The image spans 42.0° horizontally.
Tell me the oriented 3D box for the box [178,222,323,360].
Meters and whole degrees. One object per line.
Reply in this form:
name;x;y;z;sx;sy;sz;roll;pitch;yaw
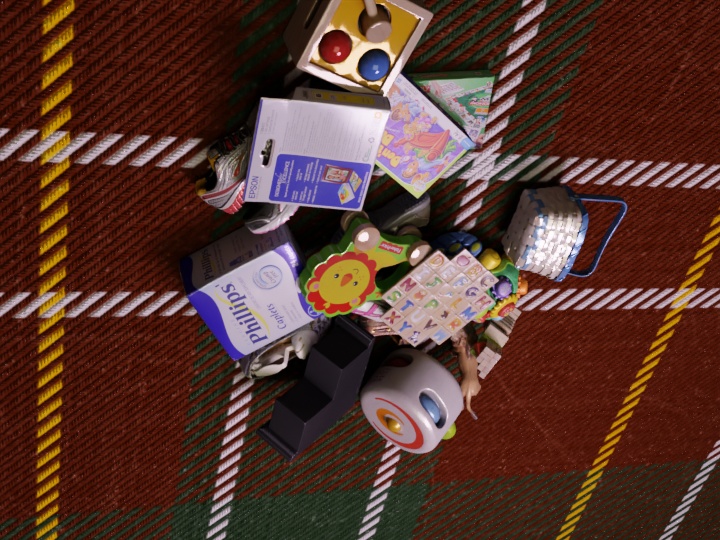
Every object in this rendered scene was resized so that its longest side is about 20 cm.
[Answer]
box;-0.182;0.028;1.623;0.198;0.106;0.185;-27;131;2

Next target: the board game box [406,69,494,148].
board game box;0.118;-0.262;1.557;0.197;0.029;0.136;-6;128;-16

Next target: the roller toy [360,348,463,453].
roller toy;0.094;0.258;1.836;0.140;0.198;0.184;-47;157;-32

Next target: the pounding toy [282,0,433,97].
pounding toy;-0.002;-0.368;1.353;0.182;0.143;0.201;17;120;-31

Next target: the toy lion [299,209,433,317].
toy lion;0.000;0.000;1.591;0.198;0.069;0.193;15;117;-37

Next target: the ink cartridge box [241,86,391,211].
ink cartridge box;-0.072;-0.184;1.433;0.196;0.047;0.199;5;134;-14

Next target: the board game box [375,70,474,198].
board game box;0.073;-0.224;1.521;0.134;0.045;0.199;-43;129;16

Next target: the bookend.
bookend;-0.084;0.214;1.735;0.199;0.092;0.201;-36;152;-42

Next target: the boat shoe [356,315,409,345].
boat shoe;0.082;0.110;1.793;0.197;0.072;0.069;9;79;-22

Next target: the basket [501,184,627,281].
basket;0.375;-0.072;1.726;0.197;0.140;0.178;10;124;-17

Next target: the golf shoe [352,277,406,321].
golf shoe;0.012;0.060;1.702;0.197;0.073;0.093;6;134;16

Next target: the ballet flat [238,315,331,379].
ballet flat;-0.135;0.149;1.759;0.198;0.072;0.072;-29;131;3

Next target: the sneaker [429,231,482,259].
sneaker;0.140;0.000;1.755;0.199;0.071;0.083;-38;153;7

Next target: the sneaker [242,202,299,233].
sneaker;-0.125;-0.152;1.535;0.200;0.080;0.086;-43;117;5

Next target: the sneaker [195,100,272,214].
sneaker;-0.195;-0.179;1.473;0.081;0.078;0.201;18;119;-29

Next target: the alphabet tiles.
alphabet tiles;0.137;0.050;1.638;0.199;0.006;0.166;-39;123;18

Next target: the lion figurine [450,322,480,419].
lion figurine;0.211;0.190;1.863;0.071;0.203;0.123;-13;164;-1

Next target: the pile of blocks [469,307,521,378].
pile of blocks;0.253;0.124;1.837;0.062;0.201;0.082;36;133;0

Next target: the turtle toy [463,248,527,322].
turtle toy;0.235;0.041;1.753;0.198;0.102;0.146;-3;140;-48

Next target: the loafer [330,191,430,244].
loafer;0.041;-0.068;1.649;0.198;0.076;0.070;-26;127;1
